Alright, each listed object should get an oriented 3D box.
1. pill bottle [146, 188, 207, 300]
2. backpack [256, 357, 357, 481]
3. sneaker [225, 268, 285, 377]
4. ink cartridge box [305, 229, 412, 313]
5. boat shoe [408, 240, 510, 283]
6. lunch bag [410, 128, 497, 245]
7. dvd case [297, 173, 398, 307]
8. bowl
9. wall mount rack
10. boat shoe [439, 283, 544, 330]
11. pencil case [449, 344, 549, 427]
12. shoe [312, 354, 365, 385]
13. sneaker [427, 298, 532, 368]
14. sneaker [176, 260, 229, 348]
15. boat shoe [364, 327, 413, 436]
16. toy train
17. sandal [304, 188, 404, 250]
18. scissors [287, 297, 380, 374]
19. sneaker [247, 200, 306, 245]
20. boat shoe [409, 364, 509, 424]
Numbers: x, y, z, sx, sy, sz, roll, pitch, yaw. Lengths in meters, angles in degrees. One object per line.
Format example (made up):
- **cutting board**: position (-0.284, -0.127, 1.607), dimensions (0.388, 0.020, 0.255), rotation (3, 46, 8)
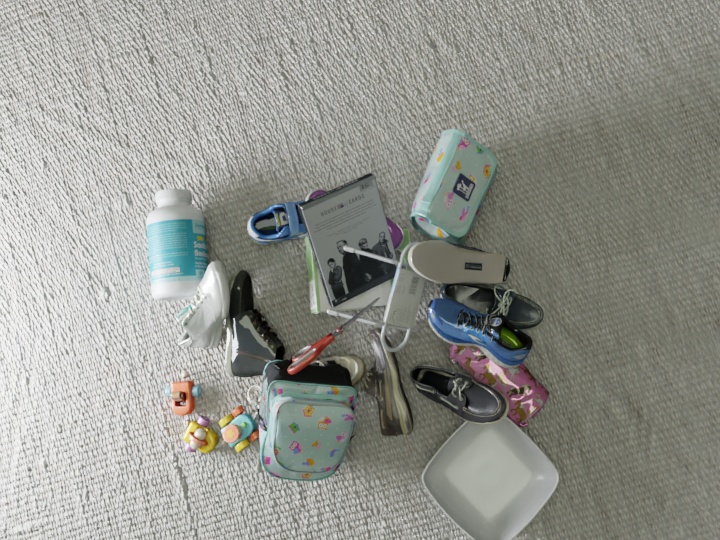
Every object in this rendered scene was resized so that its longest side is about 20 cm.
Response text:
- **pill bottle**: position (-0.348, -0.048, 1.514), dimensions (0.109, 0.111, 0.204), rotation (-6, 84, 5)
- **backpack**: position (-0.097, 0.278, 1.417), dimensions (0.173, 0.154, 0.203), rotation (5, 116, -15)
- **sneaker**: position (-0.193, 0.100, 1.495), dimensions (0.104, 0.075, 0.204), rotation (2, 94, 18)
- **ink cartridge box**: position (0.000, 0.000, 1.506), dimensions (0.197, 0.048, 0.148), rotation (-4, 84, -18)
- **boat shoe**: position (0.162, -0.011, 1.431), dimensions (0.197, 0.093, 0.076), rotation (11, 88, -21)
- **lunch bag**: position (0.162, -0.144, 1.419), dimensions (0.121, 0.200, 0.172), rotation (25, 86, 16)
- **dvd case**: position (-0.016, -0.053, 1.430), dimensions (0.149, 0.025, 0.203), rotation (-25, 115, -17)
- **bowl**: position (0.230, 0.368, 1.429), dimensions (0.200, 0.075, 0.200), rotation (44, 89, 9)
- **wall mount rack**: position (0.041, 0.037, 1.429), dimensions (0.172, 0.074, 0.203), rotation (12, 95, -34)
- **boat shoe**: position (0.242, 0.060, 1.464), dimensions (0.197, 0.062, 0.076), rotation (19, 83, 7)
- **pencil case**: position (0.250, 0.186, 1.441), dimensions (0.200, 0.083, 0.087), rotation (45, 120, 8)
- **shoe**: position (-0.087, 0.205, 1.489), dimensions (0.197, 0.053, 0.071), rotation (-15, 83, 5)
- **sneaker**: position (0.209, 0.094, 1.377), dimensions (0.197, 0.089, 0.079), rotation (24, 59, -5)
- **sneaker**: position (-0.292, 0.071, 1.458), dimensions (0.087, 0.202, 0.076), rotation (-3, 40, -25)
- **boat shoe**: position (0.040, 0.208, 1.466), dimensions (0.072, 0.074, 0.203), rotation (-16, 81, 5)
- **toy train**: position (-0.281, 0.269, 1.495), dimensions (0.196, 0.056, 0.153), rotation (1, 88, 13)
- **sandal**: position (-0.009, -0.087, 1.466), dimensions (0.200, 0.050, 0.084), rotation (22, 77, -13)
- **scissors**: position (-0.044, 0.114, 1.378), dimensions (0.199, 0.073, 0.014), rotation (-34, 103, 8)
- **sneaker**: position (-0.123, -0.095, 1.510), dimensions (0.197, 0.082, 0.075), rotation (-17, 81, 2)
- **boat shoe**: position (0.168, 0.216, 1.407), dimensions (0.198, 0.062, 0.074), rotation (18, 79, 43)
